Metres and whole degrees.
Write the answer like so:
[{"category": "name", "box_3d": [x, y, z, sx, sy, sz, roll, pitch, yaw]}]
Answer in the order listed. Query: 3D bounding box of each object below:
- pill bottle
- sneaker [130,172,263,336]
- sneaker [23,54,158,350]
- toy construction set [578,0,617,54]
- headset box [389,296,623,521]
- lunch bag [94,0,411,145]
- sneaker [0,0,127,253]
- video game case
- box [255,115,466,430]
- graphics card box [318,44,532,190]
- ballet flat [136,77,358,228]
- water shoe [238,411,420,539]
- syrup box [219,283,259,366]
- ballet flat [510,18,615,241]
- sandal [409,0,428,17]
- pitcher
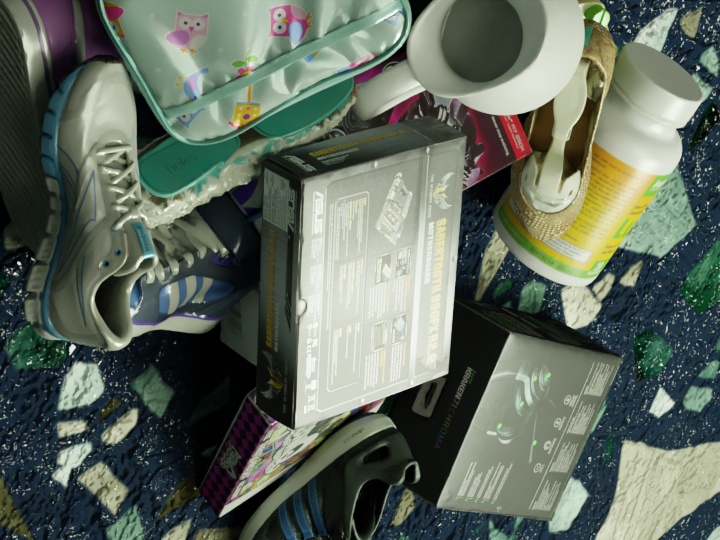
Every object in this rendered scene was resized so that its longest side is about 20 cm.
[{"category": "pill bottle", "box_3d": [0.210, -0.094, 1.759, 0.110, 0.111, 0.201, 0, 132, -46]}, {"category": "sneaker", "box_3d": [-0.129, -0.027, 1.479, 0.147, 0.081, 0.199, -51, 153, 18]}, {"category": "sneaker", "box_3d": [-0.165, -0.041, 1.342, 0.075, 0.086, 0.202, -14, 117, -50]}, {"category": "toy construction set", "box_3d": [0.156, -0.264, 1.662, 0.130, 0.092, 0.202, -8, 113, -20]}, {"category": "headset box", "box_3d": [0.123, 0.128, 1.855, 0.199, 0.092, 0.176, 12, 104, -49]}, {"category": "lunch bag", "box_3d": [-0.067, -0.182, 1.344, 0.198, 0.077, 0.161, -25, 119, 4]}, {"category": "sneaker", "box_3d": [-0.193, -0.109, 1.400, 0.114, 0.072, 0.202, -26, 129, -39]}, {"category": "video game case", "box_3d": [-0.036, 0.108, 1.640, 0.181, 0.036, 0.200, -32, 165, -29]}, {"category": "box", "box_3d": [0.000, 0.000, 1.481, 0.157, 0.048, 0.202, -18, 122, -37]}, {"category": "graphics card box", "box_3d": [0.035, -0.110, 1.616, 0.199, 0.051, 0.127, -28, 98, -32]}, {"category": "ballet flat", "box_3d": [-0.092, -0.089, 1.444, 0.199, 0.072, 0.072, -30, 131, -28]}, {"category": "water shoe", "box_3d": [-0.031, 0.209, 1.707, 0.071, 0.079, 0.200, 0, 136, -54]}, {"category": "syrup box", "box_3d": [-0.017, 0.001, 1.641, 0.199, 0.081, 0.079, -30, 134, -33]}, {"category": "ballet flat", "box_3d": [0.162, -0.108, 1.668, 0.065, 0.070, 0.202, -62, 162, -63]}, {"category": "sandal", "box_3d": [-0.029, -0.189, 1.447, 0.198, 0.043, 0.077, -19, 122, -18]}, {"category": "pitcher", "box_3d": [0.082, -0.167, 1.535, 0.170, 0.122, 0.200, -26, 180, 17]}]
